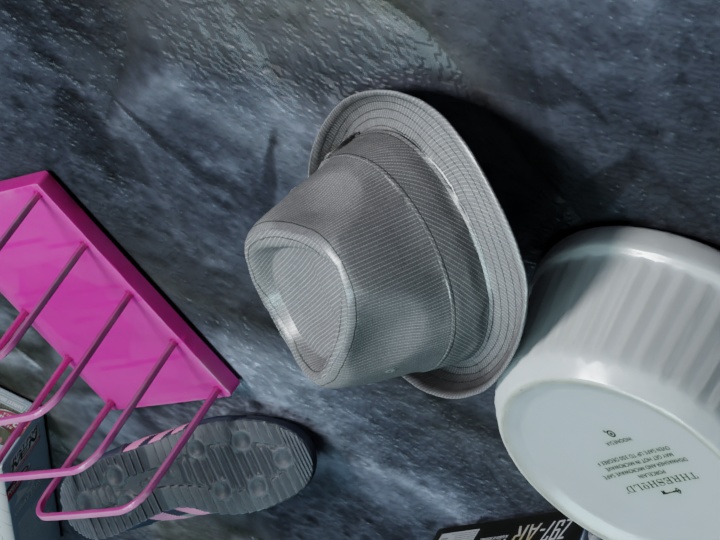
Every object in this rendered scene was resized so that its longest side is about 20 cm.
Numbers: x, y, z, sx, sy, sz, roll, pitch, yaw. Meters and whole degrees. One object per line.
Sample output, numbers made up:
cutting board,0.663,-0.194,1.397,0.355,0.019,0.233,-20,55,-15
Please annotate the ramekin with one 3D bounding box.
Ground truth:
ramekin,0.165,0.077,1.540,0.202,0.094,0.203,24,148,16

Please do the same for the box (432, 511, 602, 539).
box,0.151,0.224,1.813,0.160,0.044,0.200,47,147,-21

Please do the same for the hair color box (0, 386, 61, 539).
hair color box,-0.287,0.156,2.121,0.099,0.061,0.200,25,149,15

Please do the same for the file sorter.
file sorter,-0.211,0.056,1.841,0.139,0.126,0.200,-10,129,49

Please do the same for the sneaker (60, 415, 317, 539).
sneaker,-0.106,0.131,1.922,0.200,0.082,0.070,-11,96,29

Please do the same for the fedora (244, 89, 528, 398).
fedora,0.000,0.000,1.531,0.177,0.090,0.200,65,156,-1
